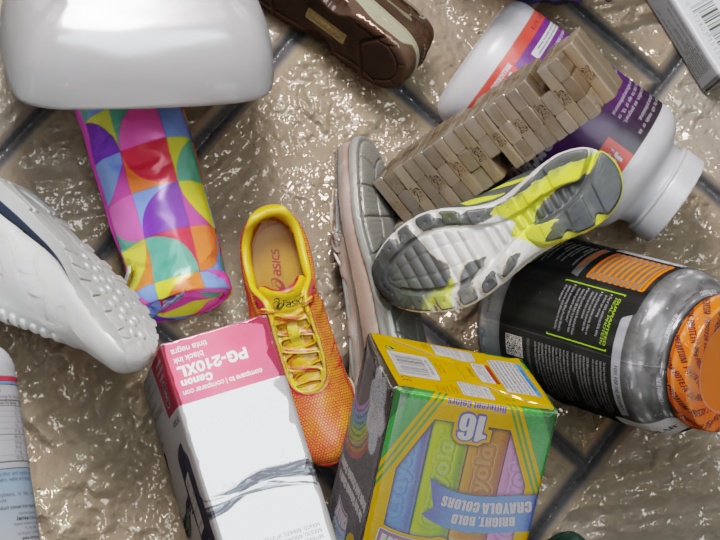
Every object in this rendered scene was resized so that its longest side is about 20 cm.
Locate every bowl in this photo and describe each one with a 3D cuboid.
[{"bbox_3d":[-0.164,-0.193,1.497,0.198,0.200,0.075,-2,121,-12],"label":"bowl"}]

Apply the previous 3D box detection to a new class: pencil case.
[{"bbox_3d":[-0.157,-0.058,1.525,0.088,0.088,0.202,-11,78,-15],"label":"pencil case"}]

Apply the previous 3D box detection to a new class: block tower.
[{"bbox_3d":[0.097,-0.100,1.523,0.058,0.199,0.054,50,28,-9],"label":"block tower"}]

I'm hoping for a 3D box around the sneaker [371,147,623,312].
[{"bbox_3d":[0.104,-0.026,1.498,0.199,0.085,0.075,-23,88,12],"label":"sneaker"}]

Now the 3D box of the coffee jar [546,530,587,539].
[{"bbox_3d":[0.099,0.281,1.494,0.199,0.085,0.105,-28,85,-18],"label":"coffee jar"}]

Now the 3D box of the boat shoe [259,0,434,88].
[{"bbox_3d":[-0.028,-0.228,1.609,0.202,0.075,0.075,43,48,2],"label":"boat shoe"}]

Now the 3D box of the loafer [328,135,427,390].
[{"bbox_3d":[0.000,0.000,1.554,0.062,0.072,0.202,-18,77,26],"label":"loafer"}]

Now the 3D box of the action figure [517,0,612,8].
[{"bbox_3d":[0.117,-0.270,1.580,0.192,0.200,0.105,30,102,9],"label":"action figure"}]

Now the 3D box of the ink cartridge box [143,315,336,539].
[{"bbox_3d":[-0.084,0.151,1.455,0.084,0.145,0.202,-15,80,-14],"label":"ink cartridge box"}]

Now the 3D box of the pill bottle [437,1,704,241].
[{"bbox_3d":[0.166,-0.111,1.592,0.199,0.112,0.113,35,72,-2],"label":"pill bottle"}]

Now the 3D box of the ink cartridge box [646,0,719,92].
[{"bbox_3d":[0.308,-0.275,1.700,0.173,0.044,0.201,-29,84,-18],"label":"ink cartridge box"}]

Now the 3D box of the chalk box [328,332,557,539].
[{"bbox_3d":[0.051,0.165,1.455,0.123,0.125,0.202,9,105,-12],"label":"chalk box"}]

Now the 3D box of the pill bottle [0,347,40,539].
[{"bbox_3d":[-0.290,0.117,1.431,0.108,0.109,0.202,-8,82,-14],"label":"pill bottle"}]

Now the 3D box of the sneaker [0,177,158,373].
[{"bbox_3d":[-0.222,0.018,1.470,0.081,0.076,0.200,-49,58,5],"label":"sneaker"}]

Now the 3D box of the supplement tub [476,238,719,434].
[{"bbox_3d":[0.192,0.048,1.502,0.122,0.199,0.124,-14,111,-40],"label":"supplement tub"}]

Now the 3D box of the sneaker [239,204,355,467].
[{"bbox_3d":[-0.054,0.049,1.518,0.072,0.077,0.202,-18,79,0],"label":"sneaker"}]
